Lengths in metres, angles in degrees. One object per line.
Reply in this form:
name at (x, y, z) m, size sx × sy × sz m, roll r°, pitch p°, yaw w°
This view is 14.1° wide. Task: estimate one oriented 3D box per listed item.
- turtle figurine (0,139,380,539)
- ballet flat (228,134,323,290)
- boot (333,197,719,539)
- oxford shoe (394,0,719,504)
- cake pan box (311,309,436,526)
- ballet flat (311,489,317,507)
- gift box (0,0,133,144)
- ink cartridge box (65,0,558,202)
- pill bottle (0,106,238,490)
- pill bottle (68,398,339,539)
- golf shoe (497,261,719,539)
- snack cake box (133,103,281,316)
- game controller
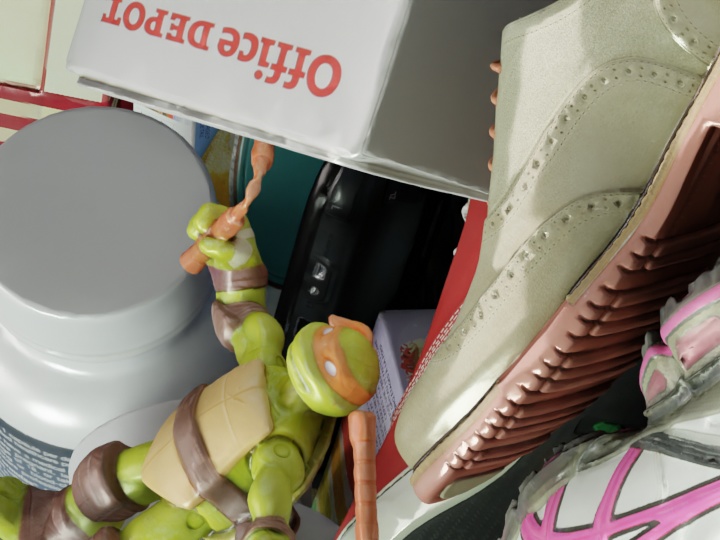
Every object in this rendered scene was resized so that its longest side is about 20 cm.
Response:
turtle figurine at (-0.049, 0.053, 0.920) m, size 0.161 × 0.064 × 0.201 m, roll -35°, pitch 45°, yaw 23°
ballet flat at (-0.010, -0.094, 1.132) m, size 0.071 × 0.069 × 0.201 m, roll -85°, pitch 2°, yaw -77°
boot at (0.041, 0.018, 0.905) m, size 0.200 × 0.072 × 0.145 m, roll -54°, pitch 35°, yaw 33°
oxford shoe at (0.061, -0.028, 0.765) m, size 0.074 × 0.071 × 0.200 m, roll 41°, pitch 108°, yaw 18°
cake pan box at (0.027, 0.146, 1.021) m, size 0.185 × 0.052 × 0.201 m, roll 107°, pitch 156°, yaw -49°
ballet flat at (-0.032, 0.167, 1.186) m, size 0.071 × 0.070 × 0.201 m, roll 116°, pitch 149°, yaw -55°
gift box at (-0.183, -0.138, 1.494) m, size 0.201 × 0.185 × 0.185 m, roll -80°, pitch 2°, yaw -50°
ink cartridge box at (0.009, -0.130, 0.859) m, size 0.146 × 0.084 × 0.201 m, roll 20°, pitch 94°, yaw 47°
pill bottle at (-0.093, 0.031, 1.117) m, size 0.200 × 0.119 × 0.120 m, roll 88°, pitch 173°, yaw -60°
pill bottle at (-0.046, 0.150, 0.985) m, size 0.112 × 0.111 × 0.201 m, roll 115°, pitch 150°, yaw -54°
golf shoe at (0.090, 0.079, 0.777) m, size 0.200 × 0.072 × 0.093 m, roll 116°, pitch 148°, yaw -55°
snack cake box at (-0.054, -0.086, 1.256) m, size 0.115 × 0.067 × 0.202 m, roll -151°, pitch 63°, yaw -72°
game controller at (0.000, 0.000, 1.052) m, size 0.105 × 0.042 × 0.201 m, roll -58°, pitch -10°, yaw -42°
